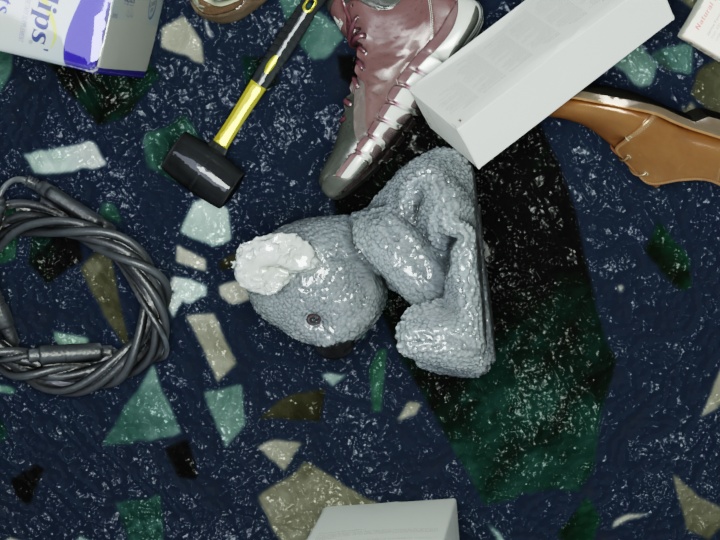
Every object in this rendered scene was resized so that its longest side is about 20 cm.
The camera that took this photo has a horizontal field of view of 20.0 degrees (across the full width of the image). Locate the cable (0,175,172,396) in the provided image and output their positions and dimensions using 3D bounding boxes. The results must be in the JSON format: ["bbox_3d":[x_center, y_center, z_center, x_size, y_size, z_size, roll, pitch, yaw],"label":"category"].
[{"bbox_3d":[-0.252,0.027,1.717,0.199,0.051,0.164,33,98,2],"label":"cable"}]

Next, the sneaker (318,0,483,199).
[{"bbox_3d":[0.002,-0.164,1.667,0.115,0.076,0.200,37,88,7],"label":"sneaker"}]

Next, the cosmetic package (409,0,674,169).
[{"bbox_3d":[0.144,-0.170,1.613,0.200,0.083,0.051,-37,128,-6],"label":"cosmetic package"}]

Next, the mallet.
[{"bbox_3d":[-0.097,-0.153,1.693,0.066,0.041,0.201,26,94,0],"label":"mallet"}]

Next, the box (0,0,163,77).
[{"bbox_3d":[-0.272,-0.226,1.627,0.199,0.184,0.106,13,96,5],"label":"box"}]

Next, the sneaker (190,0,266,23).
[{"bbox_3d":[-0.057,-0.272,1.654,0.200,0.076,0.070,-44,90,9],"label":"sneaker"}]

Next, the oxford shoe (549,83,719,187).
[{"bbox_3d":[0.225,-0.107,1.645,0.199,0.071,0.072,17,104,4],"label":"oxford shoe"}]

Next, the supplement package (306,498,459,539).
[{"bbox_3d":[0.020,0.261,1.634,0.116,0.200,0.118,-5,95,7],"label":"supplement package"}]

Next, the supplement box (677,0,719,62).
[{"bbox_3d":[0.368,-0.190,1.618,0.199,0.074,0.126,31,98,2],"label":"supplement box"}]

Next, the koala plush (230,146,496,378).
[{"bbox_3d":[0.000,0.000,1.637,0.199,0.177,0.185,-6,83,7],"label":"koala plush"}]
